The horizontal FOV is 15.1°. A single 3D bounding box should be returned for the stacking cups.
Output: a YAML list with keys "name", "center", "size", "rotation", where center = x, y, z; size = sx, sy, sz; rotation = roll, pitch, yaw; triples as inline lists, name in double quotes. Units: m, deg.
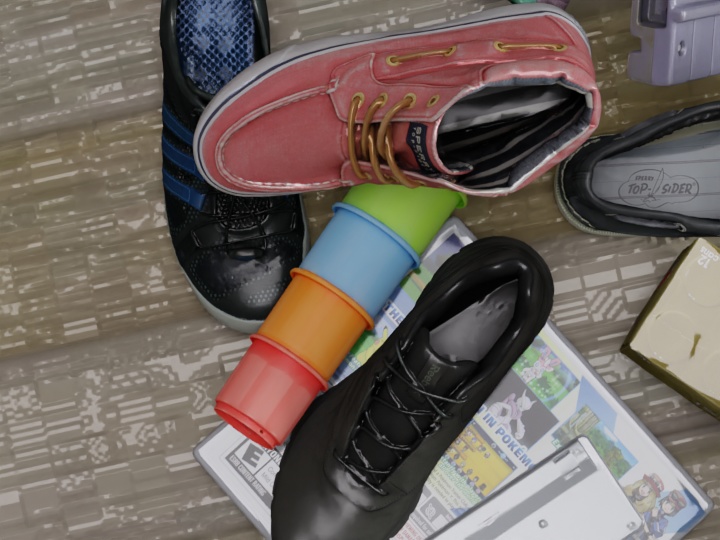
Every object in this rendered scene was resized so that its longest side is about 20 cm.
- name: "stacking cups"
  center: [0.000, 0.000, 1.359]
  size: [0.060, 0.061, 0.200]
  rotation: [32, 81, 3]

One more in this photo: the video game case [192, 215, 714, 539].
- name: "video game case"
  center: [0.047, 0.106, 1.381]
  size: [0.182, 0.022, 0.200]
  rotation: [-42, 85, -2]

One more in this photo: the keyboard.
- name: "keyboard"
  center: [0.045, 0.160, 1.362]
  size: [0.200, 0.011, 0.056]
  rotation: [-34, 90, -1]

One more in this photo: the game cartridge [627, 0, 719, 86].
- name: "game cartridge"
  center: [0.180, -0.196, 1.328]
  size: [0.038, 0.129, 0.201]
  rotation: [14, 108, 38]

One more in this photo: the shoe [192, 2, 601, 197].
- name: "shoe"
  center: [0.016, -0.071, 1.288]
  size: [0.199, 0.091, 0.072]
  rotation: [-15, 113, 3]

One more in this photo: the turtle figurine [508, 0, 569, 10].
- name: "turtle figurine"
  center: [0.126, -0.220, 1.355]
  size: [0.101, 0.150, 0.200]
  rotation: [35, 95, -14]

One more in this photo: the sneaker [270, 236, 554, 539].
- name: "sneaker"
  center: [0.021, 0.064, 1.329]
  size: [0.076, 0.091, 0.200]
  rotation: [34, 88, 2]

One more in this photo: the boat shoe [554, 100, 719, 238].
- name: "boat shoe"
  center: [0.198, -0.053, 1.367]
  size: [0.198, 0.066, 0.075]
  rotation: [0, 85, 1]

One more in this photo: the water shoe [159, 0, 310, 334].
- name: "water shoe"
  center: [-0.071, -0.067, 1.366]
  size: [0.071, 0.079, 0.201]
  rotation: [-11, 86, 0]

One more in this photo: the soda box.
- name: "soda box"
  center: [0.230, 0.067, 1.359]
  size: [0.200, 0.064, 0.068]
  rotation: [34, 87, 4]
